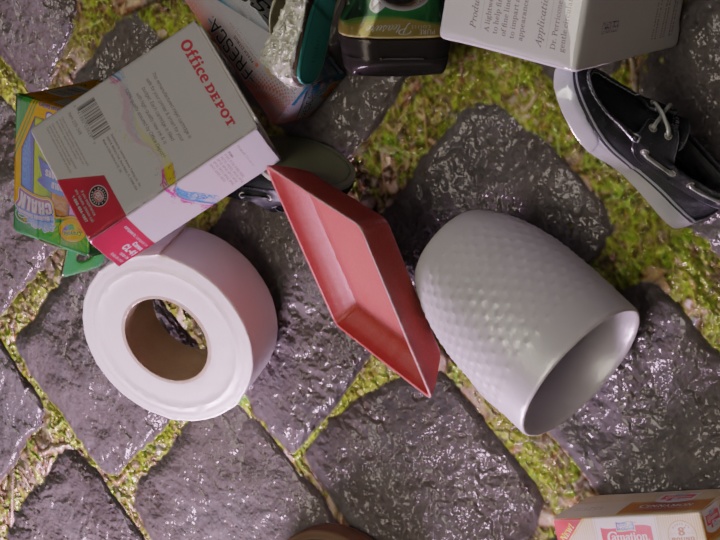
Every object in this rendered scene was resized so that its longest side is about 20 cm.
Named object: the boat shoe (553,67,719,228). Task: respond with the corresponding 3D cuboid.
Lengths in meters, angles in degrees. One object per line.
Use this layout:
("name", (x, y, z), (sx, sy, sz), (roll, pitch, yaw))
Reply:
("boat shoe", (0.237, -0.110, 1.323), (0.067, 0.072, 0.200), (-23, 127, 39))

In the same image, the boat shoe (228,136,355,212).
("boat shoe", (-0.092, -0.092, 1.634), (0.197, 0.075, 0.067), (10, 130, 21))

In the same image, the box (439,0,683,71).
("box", (0.177, -0.279, 1.296), (0.130, 0.199, 0.201), (20, 114, 29))

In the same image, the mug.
("mug", (0.134, 0.051, 1.460), (0.175, 0.147, 0.201), (44, 148, 26))

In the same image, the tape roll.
("tape roll", (-0.190, 0.056, 1.703), (0.200, 0.071, 0.204), (11, 122, 18))

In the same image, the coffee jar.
("coffee jar", (0.031, -0.274, 1.442), (0.085, 0.103, 0.202), (-122, 32, -73))

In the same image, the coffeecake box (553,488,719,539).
("coffeecake box", (0.274, 0.305, 1.451), (0.152, 0.073, 0.202), (-10, 95, 39))

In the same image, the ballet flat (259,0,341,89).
("ballet flat", (-0.047, -0.271, 1.506), (0.071, 0.072, 0.202), (28, 104, 29))

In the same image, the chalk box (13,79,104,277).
("chalk box", (-0.291, -0.090, 1.750), (0.123, 0.124, 0.202), (17, 112, 33))

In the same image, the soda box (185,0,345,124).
("soda box", (-0.104, -0.244, 1.607), (0.201, 0.063, 0.068), (54, 127, 13))

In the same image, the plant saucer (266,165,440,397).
("plant saucer", (0.000, 0.000, 1.527), (0.199, 0.037, 0.201), (35, 153, 55))

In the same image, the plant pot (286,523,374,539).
("plant pot", (-0.040, 0.377, 1.697), (0.199, 0.092, 0.203), (11, 109, 35))

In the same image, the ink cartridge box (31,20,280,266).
("ink cartridge box", (-0.200, -0.123, 1.584), (0.199, 0.086, 0.148), (-31, 65, 1))
